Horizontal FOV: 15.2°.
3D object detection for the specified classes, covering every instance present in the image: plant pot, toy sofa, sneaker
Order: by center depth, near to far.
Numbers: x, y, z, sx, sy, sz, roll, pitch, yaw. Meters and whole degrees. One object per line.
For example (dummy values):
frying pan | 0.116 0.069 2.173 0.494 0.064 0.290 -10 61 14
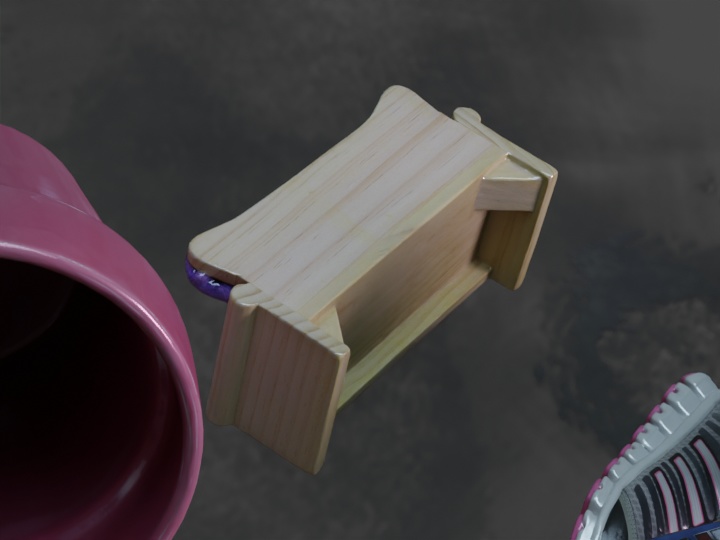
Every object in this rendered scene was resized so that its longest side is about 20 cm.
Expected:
plant pot | -0.173 0.030 1.149 0.199 0.200 0.179 6 30 -14
sneaker | 0.151 0.124 1.242 0.087 0.074 0.200 26 39 15
toy sofa | 0.000 0.000 1.306 0.097 0.083 0.200 31 44 19

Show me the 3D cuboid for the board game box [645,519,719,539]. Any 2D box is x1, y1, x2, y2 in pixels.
board game box | 0.204 0.158 1.144 0.199 0.136 0.035 -13 28 -8
